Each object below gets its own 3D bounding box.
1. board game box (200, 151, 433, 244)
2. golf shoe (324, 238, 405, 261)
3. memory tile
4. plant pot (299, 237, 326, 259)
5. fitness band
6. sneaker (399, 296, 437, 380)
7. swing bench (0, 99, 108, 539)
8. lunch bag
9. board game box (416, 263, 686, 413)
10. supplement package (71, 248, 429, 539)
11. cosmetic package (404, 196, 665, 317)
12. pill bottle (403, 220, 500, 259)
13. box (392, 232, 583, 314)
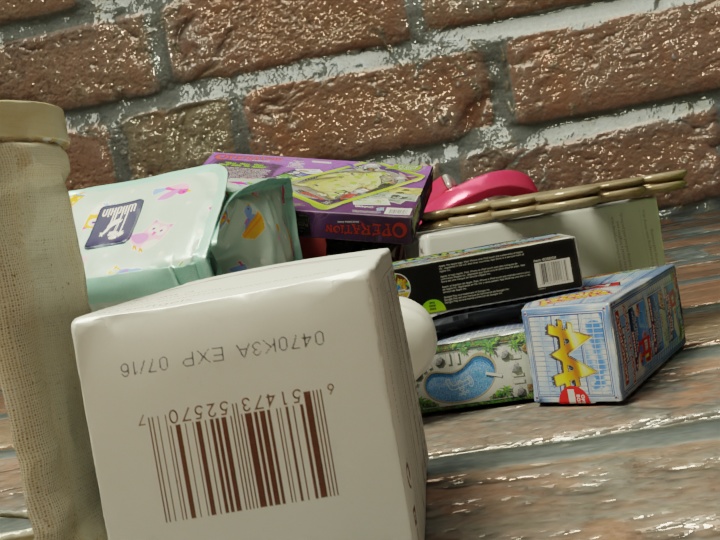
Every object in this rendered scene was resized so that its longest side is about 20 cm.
[{"bbox_3d":[-0.045,-0.062,1.004,0.197,0.033,0.120,5,30,11],"label":"board game box"},{"bbox_3d":[0.000,0.000,1.034,0.076,0.089,0.201,8,44,7],"label":"golf shoe"},{"bbox_3d":[0.150,-0.056,0.988,0.152,0.017,0.199,-12,4,-36],"label":"memory tile"},{"bbox_3d":[-0.108,0.019,1.074,0.197,0.204,0.177,-10,14,-4],"label":"plant pot"},{"bbox_3d":[0.090,-0.032,1.208,0.199,0.038,0.143,-39,-34,24],"label":"fitness band"},{"bbox_3d":[-0.041,0.080,0.730,0.198,0.076,0.089,-22,15,-3],"label":"sneaker"},{"bbox_3d":[-0.189,0.045,0.527,0.197,0.202,0.130,-8,3,20],"label":"swing bench"},{"bbox_3d":[-0.145,-0.006,0.866,0.168,0.124,0.200,-8,4,16],"label":"lunch bag"},{"bbox_3d":[0.120,0.047,0.811,0.197,0.063,0.200,-10,2,12],"label":"board game box"},{"bbox_3d":[-0.035,0.059,0.530,0.115,0.119,0.200,-10,2,3],"label":"supplement package"},{"bbox_3d":[0.143,0.010,0.980,0.197,0.115,0.081,-8,2,-9],"label":"cosmetic package"},{"bbox_3d":[0.114,0.009,1.106,0.197,0.113,0.111,-10,3,9],"label":"pill bottle"},{"bbox_3d":[0.048,0.009,0.842,0.197,0.035,0.110,-10,3,3],"label":"box"}]
